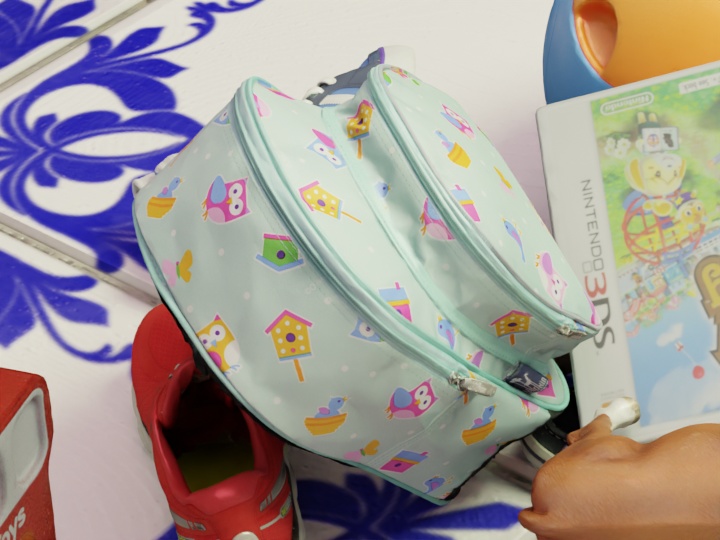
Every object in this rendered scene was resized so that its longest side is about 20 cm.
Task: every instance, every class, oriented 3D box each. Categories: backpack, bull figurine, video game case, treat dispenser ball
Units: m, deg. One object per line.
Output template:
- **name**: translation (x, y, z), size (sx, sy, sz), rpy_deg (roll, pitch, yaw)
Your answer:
- **backpack**: translation (0.000, 0.000, 1.109), size (0.199, 0.153, 0.176), rpy_deg (15, 39, -51)
- **bull figurine**: translation (0.169, 0.095, 1.044), size (0.199, 0.066, 0.121), rpy_deg (4, 15, 19)
- **video game case**: translation (0.188, -0.017, 1.147), size (0.199, 0.022, 0.183), rpy_deg (-13, 65, 16)
- **treat dispenser ball**: translation (0.195, -0.107, 1.291), size (0.199, 0.202, 0.201), rpy_deg (-1, 35, 1)

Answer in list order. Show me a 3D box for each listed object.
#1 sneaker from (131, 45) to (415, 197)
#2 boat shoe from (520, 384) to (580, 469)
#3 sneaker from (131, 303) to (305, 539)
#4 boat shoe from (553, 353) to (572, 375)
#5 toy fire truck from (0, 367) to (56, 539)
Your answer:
- **sneaker**: translation (-0.048, -0.061, 1.341), size (0.145, 0.081, 0.201), rpy_deg (6, 41, 4)
- **boat shoe**: translation (0.167, 0.049, 1.194), size (0.199, 0.063, 0.075), rpy_deg (-16, 39, -17)
- **sneaker**: translation (-0.068, 0.066, 1.151), size (0.077, 0.085, 0.200), rpy_deg (-18, 37, -5)
- **boat shoe**: translation (0.051, -0.002, 1.267), size (0.076, 0.072, 0.200), rpy_deg (-26, 28, 2)
- **toy fire truck**: translation (-0.173, 0.154, 0.968), size (0.111, 0.169, 0.200), rpy_deg (12, 37, 19)
